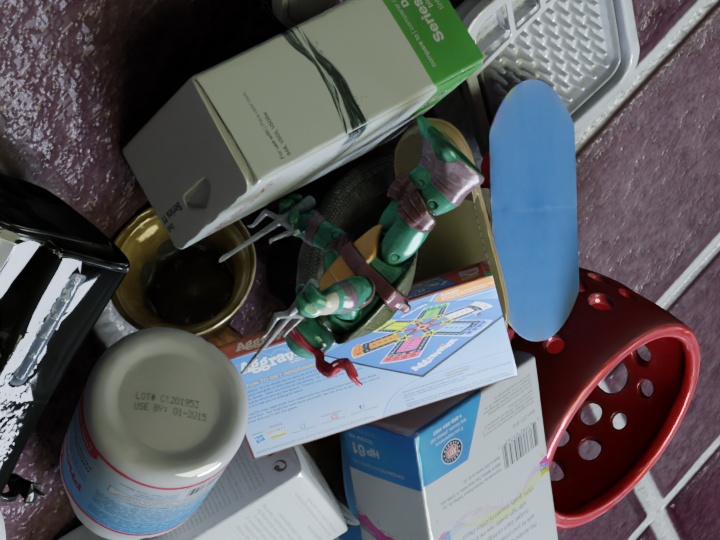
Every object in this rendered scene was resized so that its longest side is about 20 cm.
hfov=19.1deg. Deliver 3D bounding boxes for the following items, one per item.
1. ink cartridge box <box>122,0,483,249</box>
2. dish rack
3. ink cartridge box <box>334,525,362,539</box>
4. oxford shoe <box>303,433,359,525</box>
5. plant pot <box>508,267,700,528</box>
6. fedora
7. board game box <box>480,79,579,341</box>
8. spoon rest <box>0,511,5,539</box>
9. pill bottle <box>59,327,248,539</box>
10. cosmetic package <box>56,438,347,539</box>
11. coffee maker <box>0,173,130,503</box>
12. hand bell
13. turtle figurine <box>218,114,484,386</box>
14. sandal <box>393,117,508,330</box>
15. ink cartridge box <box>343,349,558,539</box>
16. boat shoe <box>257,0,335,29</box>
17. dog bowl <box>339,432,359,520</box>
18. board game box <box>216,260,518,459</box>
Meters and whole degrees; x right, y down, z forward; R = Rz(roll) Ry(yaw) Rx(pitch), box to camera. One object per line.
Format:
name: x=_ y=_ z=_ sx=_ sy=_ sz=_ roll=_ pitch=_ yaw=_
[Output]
ink cartridge box: x=-0.040 y=-0.107 z=1.411 sx=0.200 sy=0.083 sz=0.147 roll=-30 pitch=178 yaw=-31
dish rack: x=0.138 y=-0.177 z=1.654 sx=0.172 sy=0.044 sz=0.200 roll=-43 pitch=144 yaw=-17
ink cartridge box: x=0.067 y=0.254 z=1.923 sx=0.200 sy=0.068 sz=0.116 roll=-25 pitch=137 yaw=-36
oxford shoe: x=-0.025 y=0.146 z=1.719 sx=0.084 sy=0.073 sz=0.200 roll=-52 pitch=148 yaw=-11
plant pot: x=0.154 y=0.086 z=1.778 sx=0.200 sy=0.182 sz=0.201 roll=-30 pitch=139 yaw=-30
fedora: x=0.000 y=0.000 z=1.579 sx=0.200 sy=0.092 sz=0.201 roll=-9 pitch=103 yaw=-46
board game box: x=0.118 y=-0.046 z=1.639 sx=0.158 sy=0.039 sz=0.200 roll=-6 pitch=95 yaw=-61
spoon rest: x=-0.318 y=0.218 z=1.460 sx=0.200 sy=0.061 sz=0.099 roll=-32 pitch=144 yaw=-50
pill bottle: x=-0.148 y=0.121 z=1.464 sx=0.109 sy=0.109 sz=0.200 roll=-35 pitch=170 yaw=-26
cosmetic package: x=-0.120 y=0.200 z=1.598 sx=0.200 sy=0.074 sz=0.102 roll=-30 pitch=140 yaw=2
coffee maker: x=-0.242 y=0.043 z=1.341 sx=0.200 sy=0.135 sz=0.192 roll=-58 pitch=166 yaw=10
hand bell: x=-0.108 y=0.036 z=1.534 sx=0.104 sy=0.104 sz=0.200 roll=-46 pitch=158 yaw=-11
turtle figurine: x=-0.006 y=-0.009 z=1.409 sx=0.200 sy=0.150 sz=0.101 roll=-47 pitch=120 yaw=4
sandal: x=0.070 y=-0.022 z=1.529 sx=0.070 sy=0.078 sz=0.212 roll=-63 pitch=149 yaw=-54
ink cartridge box: x=0.073 y=0.174 z=1.634 sx=0.144 sy=0.085 sz=0.200 roll=-30 pitch=120 yaw=-40
boat shoe: x=-0.031 y=-0.254 z=1.368 sx=0.075 sy=0.062 sz=0.200 roll=-22 pitch=137 yaw=-40
dog bowl: x=0.021 y=0.114 z=1.695 sx=0.111 sy=0.049 sz=0.200 roll=-36 pitch=123 yaw=-64
board game box: x=0.005 y=0.064 z=1.497 sx=0.200 sy=0.019 sz=0.103 roll=-17 pitch=133 yaw=0
